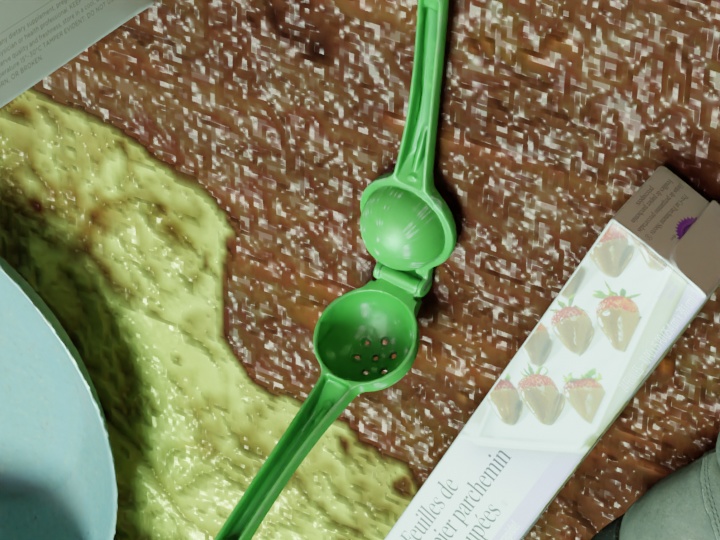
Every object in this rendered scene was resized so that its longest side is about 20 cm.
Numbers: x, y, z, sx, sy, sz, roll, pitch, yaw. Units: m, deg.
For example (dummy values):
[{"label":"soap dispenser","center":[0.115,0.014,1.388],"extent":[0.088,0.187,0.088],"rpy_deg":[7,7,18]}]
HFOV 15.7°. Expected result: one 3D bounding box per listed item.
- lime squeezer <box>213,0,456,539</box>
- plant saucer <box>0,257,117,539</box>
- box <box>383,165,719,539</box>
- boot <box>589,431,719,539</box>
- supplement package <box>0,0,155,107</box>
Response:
[{"label":"lime squeezer","center":[0.000,0.000,0.870],"extent":[0.038,0.071,0.200],"rpy_deg":[30,104,38]},{"label":"plant saucer","center":[-0.168,0.045,1.038],"extent":[0.201,0.039,0.201],"rpy_deg":[19,129,26]},{"label":"box","center":[0.063,0.047,0.869],"extent":[0.039,0.041,0.200],"rpy_deg":[39,133,8]},{"label":"boot","center":[0.172,0.122,0.825],"extent":[0.200,0.068,0.131],"rpy_deg":[44,129,1]},{"label":"supplement package","center":[-0.172,-0.153,0.849],"extent":[0.121,0.120,0.200],"rpy_deg":[2,120,37]}]
